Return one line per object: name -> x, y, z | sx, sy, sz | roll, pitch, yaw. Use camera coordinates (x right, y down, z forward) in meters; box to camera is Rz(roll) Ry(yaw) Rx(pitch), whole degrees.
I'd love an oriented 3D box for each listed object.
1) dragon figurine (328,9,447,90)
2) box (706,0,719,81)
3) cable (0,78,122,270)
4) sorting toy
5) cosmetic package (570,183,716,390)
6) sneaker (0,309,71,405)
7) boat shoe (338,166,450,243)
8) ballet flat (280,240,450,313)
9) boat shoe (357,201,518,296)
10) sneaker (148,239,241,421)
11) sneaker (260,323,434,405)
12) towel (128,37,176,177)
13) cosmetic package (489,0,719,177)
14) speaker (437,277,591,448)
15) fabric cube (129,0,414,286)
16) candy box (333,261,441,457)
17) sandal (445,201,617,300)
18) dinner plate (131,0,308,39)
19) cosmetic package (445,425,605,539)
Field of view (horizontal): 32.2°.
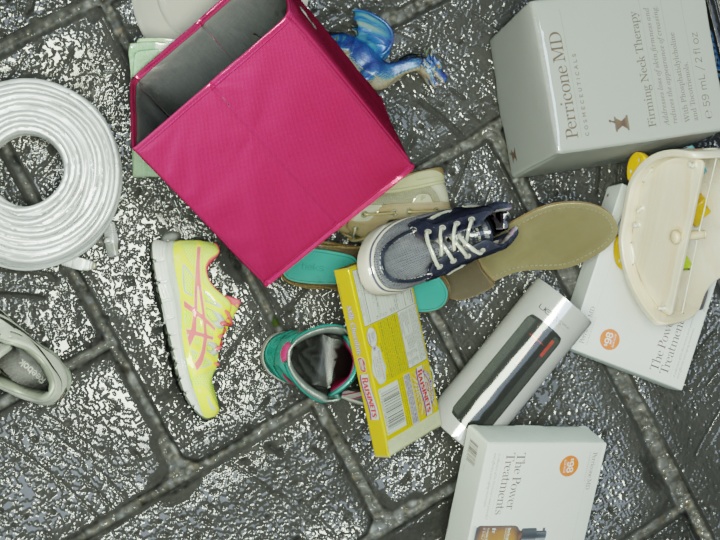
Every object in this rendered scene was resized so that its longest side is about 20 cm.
dragon figurine -> 0.002, -0.250, 1.387 | 0.199, 0.059, 0.100 | 39, 81, 3
box -> 0.512, -0.267, 1.498 | 0.196, 0.050, 0.202 | -16, 91, -12
cable -> -0.350, -0.101, 1.311 | 0.198, 0.069, 0.203 | 1, 89, -11
sorting toy -> 0.388, -0.060, 1.392 | 0.178, 0.107, 0.202 | -7, 118, -26
cosmetic package -> 0.331, 0.020, 1.455 | 0.149, 0.052, 0.202 | 19, 85, -8
sneaker -> -0.389, 0.073, 1.291 | 0.199, 0.088, 0.075 | 31, 85, -8
boat shoe -> 0.007, -0.062, 1.383 | 0.198, 0.072, 0.066 | -15, 90, -17
ballet flat -> 0.000, 0.000, 1.377 | 0.198, 0.072, 0.069 | 8, 103, -11
boat shoe -> 0.085, -0.031, 1.301 | 0.199, 0.092, 0.075 | -29, 102, -49
sneaker -> -0.168, 0.059, 1.340 | 0.089, 0.078, 0.202 | -11, 90, -13
sneaker -> -0.005, 0.105, 1.349 | 0.198, 0.121, 0.085 | 10, 87, -11
towel -> -0.149, -0.176, 1.349 | 0.198, 0.023, 0.154 | -3, 114, -12
cosmetic package -> 0.269, -0.208, 1.385 | 0.198, 0.166, 0.169 | -9, 87, -11
speaker -> 0.166, 0.107, 1.389 | 0.081, 0.081, 0.200 | 40, 91, -8
fabric cube -> -0.092, -0.150, 1.247 | 0.199, 0.197, 0.199 | -38, 117, 10
candy box -> 0.031, 0.084, 1.311 | 0.102, 0.026, 0.202 | -22, 102, -52
sandal -> 0.184, -0.034, 1.422 | 0.210, 0.070, 0.078 | -22, 108, 11
dinner plate -> -0.154, -0.308, 1.351 | 0.198, 0.024, 0.203 | 0, 90, 5
cosmetic package -> 0.175, 0.271, 1.369 | 0.149, 0.052, 0.202 | 2, 107, -25
